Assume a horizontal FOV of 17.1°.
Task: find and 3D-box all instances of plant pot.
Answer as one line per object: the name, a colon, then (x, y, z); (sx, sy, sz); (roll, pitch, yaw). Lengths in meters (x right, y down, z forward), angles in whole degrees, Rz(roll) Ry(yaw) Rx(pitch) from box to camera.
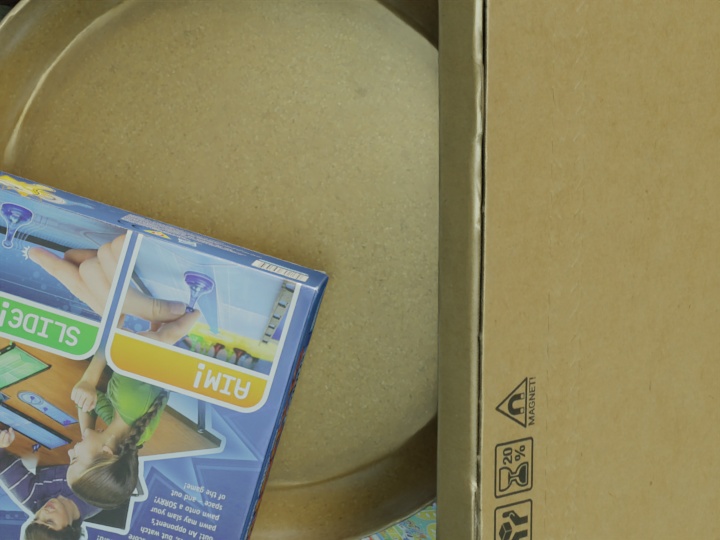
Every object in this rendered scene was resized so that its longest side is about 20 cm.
plant pot: (-0.034, -0.011, 0.744); (0.200, 0.027, 0.200); (0, 97, 4)

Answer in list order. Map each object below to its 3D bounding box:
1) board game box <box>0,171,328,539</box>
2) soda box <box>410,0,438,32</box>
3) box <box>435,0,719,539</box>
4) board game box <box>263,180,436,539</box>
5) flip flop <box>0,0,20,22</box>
board game box: (-0.124, 0.037, 0.725); (0.200, 0.034, 0.136); (18, 98, 3)
soda box: (0.073, -0.069, 0.775); (0.068, 0.064, 0.200); (-49, 121, -21)
box: (0.087, 0.002, 0.730); (0.163, 0.021, 0.200); (-8, 102, -42)
board game box: (0.044, 0.075, 0.805); (0.200, 0.034, 0.135); (34, 96, -15)
flip flop: (-0.110, -0.121, 0.726); (0.081, 0.200, 0.058); (10, 60, -7)
